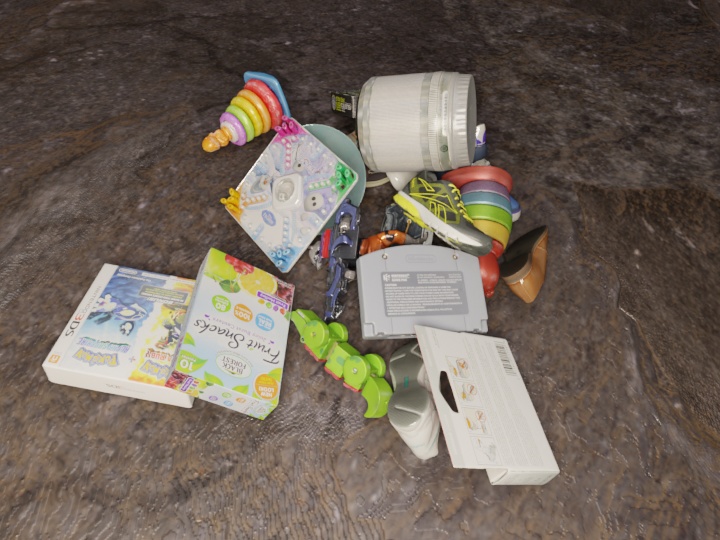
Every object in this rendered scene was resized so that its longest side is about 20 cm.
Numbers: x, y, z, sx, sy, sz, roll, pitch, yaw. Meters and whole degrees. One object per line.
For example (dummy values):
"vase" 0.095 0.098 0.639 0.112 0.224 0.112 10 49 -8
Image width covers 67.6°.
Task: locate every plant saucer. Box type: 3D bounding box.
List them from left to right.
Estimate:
"plant saucer" -0.086 -0.160 0.975 0.194 0.039 0.208 0 80 3

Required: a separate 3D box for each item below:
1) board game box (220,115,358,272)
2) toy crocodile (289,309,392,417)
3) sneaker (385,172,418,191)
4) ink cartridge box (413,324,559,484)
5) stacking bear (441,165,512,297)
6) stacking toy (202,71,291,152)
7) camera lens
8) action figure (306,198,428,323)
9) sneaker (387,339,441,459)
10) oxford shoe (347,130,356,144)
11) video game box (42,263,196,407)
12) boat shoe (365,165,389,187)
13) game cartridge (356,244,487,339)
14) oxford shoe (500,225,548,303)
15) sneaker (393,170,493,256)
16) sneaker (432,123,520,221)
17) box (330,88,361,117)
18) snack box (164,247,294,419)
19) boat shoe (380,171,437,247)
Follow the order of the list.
"board game box" -0.127 -0.135 0.908 0.200 0.026 0.201 43 98 29
"toy crocodile" -0.029 0.123 0.758 0.199 0.063 0.067 38 12 25
"sneaker" 0.113 -0.232 1.055 0.076 0.088 0.201 48 43 -15
"ink cartridge box" 0.154 0.175 0.711 0.169 0.044 0.204 11 45 -26
"stacking bear" 0.198 -0.060 0.905 0.119 0.112 0.206 22 67 -34
"stacking toy" -0.241 -0.299 1.085 0.114 0.111 0.201 23 58 33
"camera lens" 0.096 -0.255 0.934 0.194 0.163 0.162 3 44 19
"action figure" 0.000 0.000 0.872 0.188 0.105 0.206 12 74 12
"sneaker" 0.077 0.167 0.731 0.069 0.082 0.202 -16 23 19
"oxford shoe" 0.000 -0.276 1.107 0.196 0.075 0.071 -25 55 -27
"video game box" -0.304 0.085 0.757 0.193 0.048 0.186 10 49 0
"boat shoe" -0.015 -0.207 1.049 0.194 0.066 0.073 -7 47 -15
"game cartridge" 0.090 0.030 0.800 0.193 0.040 0.138 0 75 -16
"oxford shoe" 0.294 -0.013 0.935 0.072 0.070 0.200 53 42 -12
"sneaker" 0.136 -0.098 0.852 0.199 0.074 0.086 38 93 34
"sneaker" 0.228 -0.193 1.014 0.197 0.149 0.080 29 41 20
"box" 0.048 -0.373 1.179 0.194 0.046 0.160 -11 25 -18
"snack box" -0.170 0.082 0.738 0.139 0.053 0.204 25 44 -22
"boat shoe" 0.088 -0.114 0.977 0.088 0.072 0.204 11 48 -1
